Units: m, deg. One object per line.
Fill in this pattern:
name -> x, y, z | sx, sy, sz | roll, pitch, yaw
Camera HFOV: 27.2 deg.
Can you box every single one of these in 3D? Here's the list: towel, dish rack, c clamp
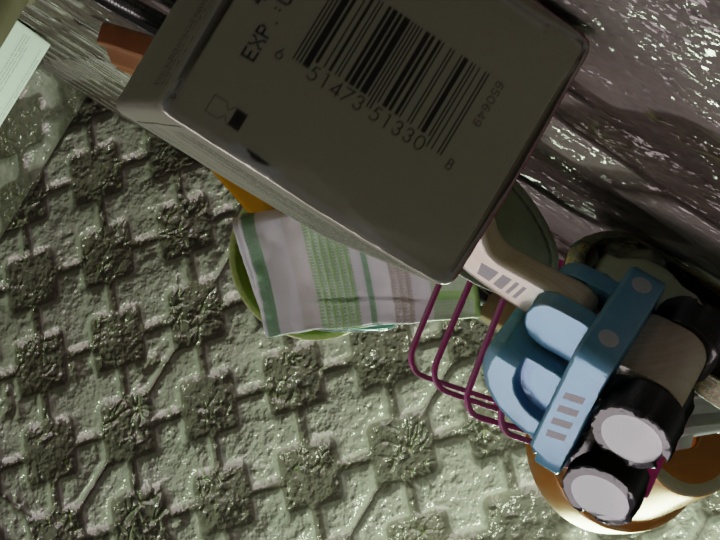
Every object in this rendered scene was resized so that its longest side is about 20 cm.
towel -> 0.000, 0.000, 1.288 | 0.200, 0.031, 0.149 | -4, 137, 8
dish rack -> 0.249, 0.137, 1.286 | 0.171, 0.044, 0.200 | -16, 169, 35
c clamp -> -0.172, -0.208, 1.207 | 0.200, 0.027, 0.171 | 29, -177, 15

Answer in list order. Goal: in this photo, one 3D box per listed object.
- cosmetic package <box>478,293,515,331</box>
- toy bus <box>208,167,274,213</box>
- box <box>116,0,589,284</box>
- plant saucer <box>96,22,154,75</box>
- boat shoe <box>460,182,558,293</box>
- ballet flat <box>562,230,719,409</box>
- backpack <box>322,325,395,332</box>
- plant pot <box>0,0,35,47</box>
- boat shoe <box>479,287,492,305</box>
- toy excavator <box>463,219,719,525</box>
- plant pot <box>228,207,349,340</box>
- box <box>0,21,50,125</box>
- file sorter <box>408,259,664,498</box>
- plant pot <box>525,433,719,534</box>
cosmetic package -> 0.193, 0.050, 1.411 | 0.105, 0.071, 0.200 | 32, 178, -33
toy bus -> -0.068, -0.079, 1.332 | 0.200, 0.065, 0.078 | 49, -149, 13
box -> -0.014, -0.080, 0.618 | 0.128, 0.109, 0.200 | 31, 179, -15
plant saucer -> -0.106, -0.140, 1.136 | 0.200, 0.032, 0.200 | 19, -177, -1
boat shoe -> 0.045, -0.053, 0.993 | 0.199, 0.075, 0.066 | 32, -179, -1
ballet flat -> 0.211, 0.036, 0.905 | 0.200, 0.071, 0.071 | 31, 178, 16
backpack -> -0.016, -0.013, 1.615 | 0.175, 0.154, 0.200 | 3, -174, -28
plant pot -> -0.388, -0.220, 1.288 | 0.200, 0.174, 0.200 | 14, 174, 2
boat shoe -> 0.066, -0.029, 1.462 | 0.072, 0.068, 0.200 | 26, -175, -46
toy excavator -> 0.106, 0.025, 0.852 | 0.200, 0.100, 0.195 | 29, 141, 12
plant pot -> -0.046, -0.029, 1.833 | 0.200, 0.201, 0.184 | 31, -170, 2
box -> -0.677, -0.365, 2.536 | 0.200, 0.199, 0.131 | 31, 178, 22
file sorter -> 0.146, 0.063, 1.154 | 0.125, 0.139, 0.200 | 20, -176, -31
plant pot -> 0.301, 0.176, 1.564 | 0.200, 0.200, 0.183 | 31, 163, -11
